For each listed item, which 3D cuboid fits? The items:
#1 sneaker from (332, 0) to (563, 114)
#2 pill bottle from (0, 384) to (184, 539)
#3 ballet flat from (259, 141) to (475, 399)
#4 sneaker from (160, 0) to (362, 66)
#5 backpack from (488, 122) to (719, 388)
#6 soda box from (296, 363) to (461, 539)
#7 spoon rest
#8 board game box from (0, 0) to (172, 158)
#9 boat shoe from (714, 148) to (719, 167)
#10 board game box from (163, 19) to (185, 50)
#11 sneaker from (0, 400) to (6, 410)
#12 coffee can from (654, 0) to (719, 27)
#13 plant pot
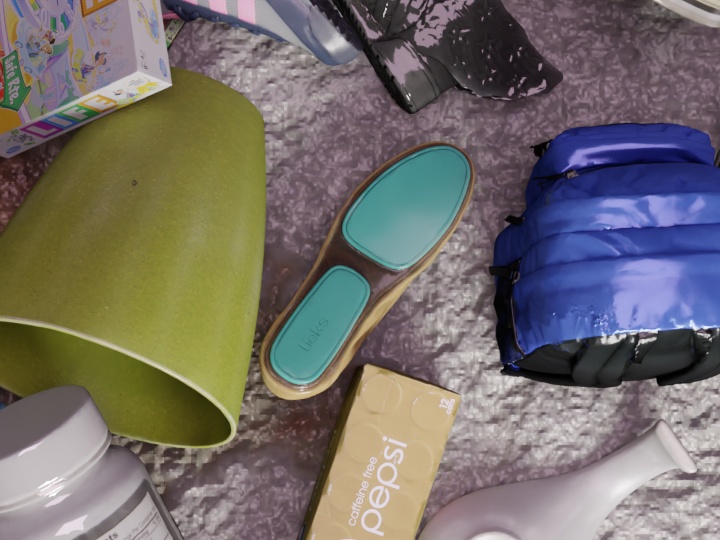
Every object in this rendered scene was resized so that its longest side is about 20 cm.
[{"bbox_3d":[0.040,-0.183,1.614,0.104,0.060,0.200,-32,95,-6],"label":"sneaker"},{"bbox_3d":[-0.164,0.178,1.511,0.114,0.114,0.200,-28,107,-7],"label":"pill bottle"},{"bbox_3d":[0.000,0.000,1.595,0.069,0.063,0.200,38,76,7],"label":"ballet flat"},{"bbox_3d":[-0.093,-0.181,1.582,0.200,0.070,0.082,38,100,-1],"label":"sneaker"},{"bbox_3d":[0.163,-0.009,1.542,0.162,0.200,0.168,-8,87,-6],"label":"backpack"},{"bbox_3d":[-0.001,0.163,1.580,0.068,0.064,0.200,19,84,-4],"label":"soda box"},{"bbox_3d":[0.125,0.166,1.604,0.200,0.061,0.099,-34,89,6],"label":"spoon rest"},{"bbox_3d":[-0.191,-0.186,1.538,0.134,0.034,0.200,-21,68,29],"label":"board game box"},{"bbox_3d":[0.297,-0.109,1.588,0.074,0.063,0.202,41,112,17],"label":"boat shoe"},{"bbox_3d":[-0.118,-0.254,1.619,0.105,0.023,0.200,31,83,-1],"label":"board game box"},{"bbox_3d":[-0.318,0.109,1.556,0.200,0.078,0.090,-16,74,-14],"label":"sneaker"},{"bbox_3d":[0.224,-0.276,1.559,0.146,0.146,0.200,33,108,-3],"label":"coffee can"},{"bbox_3d":[-0.135,-0.019,1.535,0.187,0.187,0.200,20,70,-4],"label":"plant pot"}]
